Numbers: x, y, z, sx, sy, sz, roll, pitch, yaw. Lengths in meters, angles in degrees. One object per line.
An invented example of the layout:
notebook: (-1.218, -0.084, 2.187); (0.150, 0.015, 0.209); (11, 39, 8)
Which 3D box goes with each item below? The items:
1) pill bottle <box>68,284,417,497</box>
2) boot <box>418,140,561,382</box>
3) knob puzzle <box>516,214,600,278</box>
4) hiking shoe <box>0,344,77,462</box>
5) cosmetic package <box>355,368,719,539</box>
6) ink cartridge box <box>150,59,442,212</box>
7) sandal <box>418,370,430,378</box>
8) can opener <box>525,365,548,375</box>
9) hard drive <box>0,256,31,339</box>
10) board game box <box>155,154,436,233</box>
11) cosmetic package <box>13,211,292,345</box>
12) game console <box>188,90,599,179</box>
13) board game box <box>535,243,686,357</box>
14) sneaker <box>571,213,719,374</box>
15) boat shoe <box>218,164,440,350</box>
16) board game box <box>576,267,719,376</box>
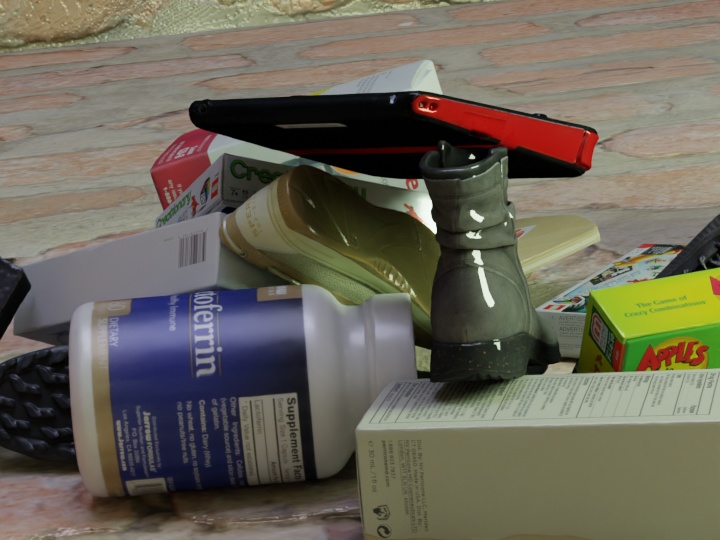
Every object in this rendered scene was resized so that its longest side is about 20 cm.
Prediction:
pill bottle: (-0.066, 0.068, 1.450); (0.199, 0.116, 0.116); (-5, 13, -1)
boot: (0.075, -0.009, 1.411); (0.070, 0.132, 0.200); (-4, 1, 6)
knob puzzle: (0.086, 0.003, 1.811); (0.219, 0.031, 0.220); (-18, 9, 3)
hiking shoe: (-0.141, 0.084, 1.553); (0.199, 0.075, 0.087); (-5, -9, -2)
cosmetic package: (0.105, 0.101, 1.338); (0.199, 0.073, 0.104); (-1, 13, 14)
ink cartridge box: (-0.025, -0.049, 1.778); (0.199, 0.146, 0.145); (-17, 10, 9)
sandal: (-0.012, 0.055, 1.631); (0.075, 0.048, 0.200); (-13, 16, -32)
can opener: (0.083, 0.068, 1.532); (0.067, 0.054, 0.200); (-4, 12, 0)
hard drive: (-0.328, 0.020, 1.568); (0.200, 0.140, 0.038); (25, -17, 10)
board game box: (-0.020, -0.022, 1.607); (0.199, 0.035, 0.126); (11, -22, -22)
cosmetic package: (-0.102, 0.020, 1.582); (0.151, 0.052, 0.200); (15, -20, -43)
game console: (0.023, -0.084, 1.480); (0.200, 0.031, 0.177); (1, -10, 45)
board game box: (0.217, 0.021, 1.721); (0.126, 0.035, 0.200); (3, 15, 28)
sneaker: (0.196, 0.023, 1.474); (0.090, 0.067, 0.200); (-21, -20, -51)
boat shoe: (0.000, 0.002, 1.513); (0.063, 0.073, 0.200); (-27, -36, 29)
board game box: (0.225, 0.049, 1.436); (0.199, 0.102, 0.048); (-10, 39, -19)
